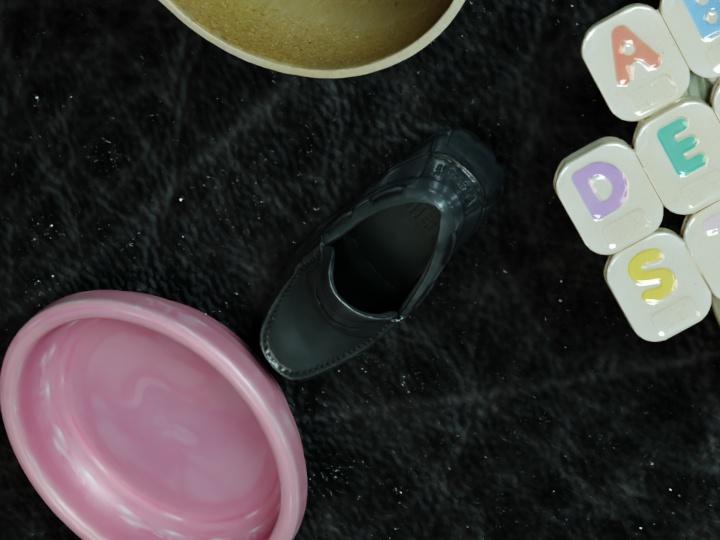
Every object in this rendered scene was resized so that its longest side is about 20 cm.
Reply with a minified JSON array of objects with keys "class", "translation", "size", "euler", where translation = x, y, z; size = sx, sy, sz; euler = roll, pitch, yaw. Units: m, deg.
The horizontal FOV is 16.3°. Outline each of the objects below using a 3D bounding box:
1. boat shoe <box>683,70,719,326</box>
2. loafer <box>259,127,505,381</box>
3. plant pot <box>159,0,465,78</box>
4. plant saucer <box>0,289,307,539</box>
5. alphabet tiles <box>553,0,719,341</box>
[{"class":"boat shoe","translation":[0.198,-0.036,1.179],"size":[0.065,0.072,0.200],"euler":[-2,114,33]},{"class":"loafer","translation":[0.000,0.000,1.318],"size":[0.068,0.070,0.201],"euler":[43,132,-1]},{"class":"plant pot","translation":[0.008,-0.210,1.083],"size":[0.186,0.200,0.186],"euler":[15,127,21]},{"class":"plant saucer","translation":[-0.115,0.092,1.464],"size":[0.200,0.051,0.201],"euler":[16,128,22]},{"class":"alphabet tiles","translation":[0.194,-0.050,1.135],"size":[0.200,0.015,0.196],"euler":[-28,106,6]}]
